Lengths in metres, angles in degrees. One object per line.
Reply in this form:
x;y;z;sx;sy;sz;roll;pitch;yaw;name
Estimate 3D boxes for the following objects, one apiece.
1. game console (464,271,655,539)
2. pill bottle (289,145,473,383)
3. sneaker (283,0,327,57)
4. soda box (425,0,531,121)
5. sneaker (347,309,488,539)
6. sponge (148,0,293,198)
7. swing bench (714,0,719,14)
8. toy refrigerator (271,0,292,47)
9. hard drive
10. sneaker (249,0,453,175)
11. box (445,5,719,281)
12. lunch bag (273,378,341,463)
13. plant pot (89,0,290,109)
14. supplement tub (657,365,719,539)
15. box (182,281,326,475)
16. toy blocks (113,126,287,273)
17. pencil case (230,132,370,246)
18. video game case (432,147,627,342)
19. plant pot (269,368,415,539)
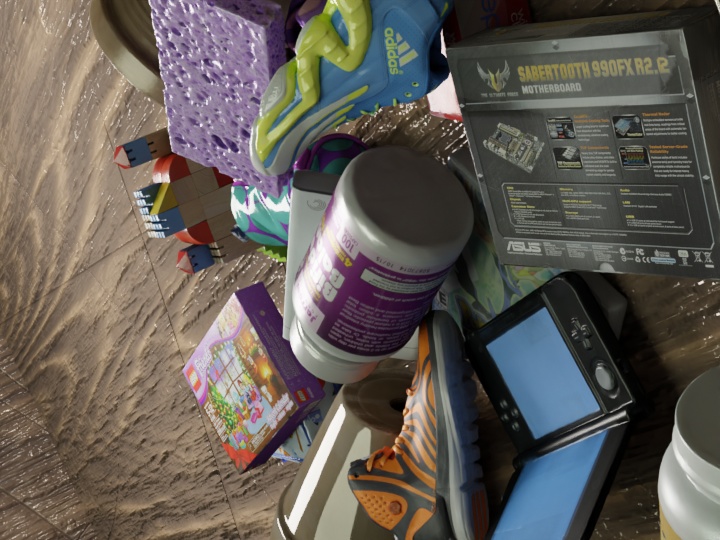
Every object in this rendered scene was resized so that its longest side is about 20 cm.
0.120;0.122;1.096;0.177;0.116;0.200;62;155;7;game console
0.008;0.003;1.183;0.113;0.111;0.201;54;142;23;pill bottle
-0.019;-0.194;1.126;0.200;0.087;0.081;-119;11;-79;sneaker
0.069;-0.208;1.016;0.070;0.063;0.202;21;131;57;soda box
0.040;0.137;1.222;0.111;0.077;0.203;-7;82;23;sneaker
-0.109;-0.149;1.158;0.111;0.030;0.201;25;148;17;sponge
0.244;-0.166;0.632;0.201;0.129;0.200;68;161;-6;swing bench
-0.103;-0.266;1.219;0.070;0.075;0.201;93;164;-45;toy refrigerator
0.000;0.000;1.286;0.201;0.130;0.027;97;-177;-48;hard drive
-0.002;-0.128;1.009;0.104;0.076;0.201;31;125;2;sneaker
0.155;-0.079;0.931;0.199;0.048;0.160;4;115;49;box
-0.084;0.140;1.629;0.199;0.075;0.162;1;115;63;lunch bag
-0.133;-0.223;1.303;0.093;0.200;0.202;-51;62;31;plant pot
0.254;0.169;0.883;0.144;0.144;0.202;33;140;50;supplement tub
-0.117;0.118;1.545;0.138;0.039;0.200;59;147;14;box
-0.172;-0.079;1.531;0.100;0.136;0.202;3;115;62;toy blocks
-0.055;-0.073;1.359;0.092;0.086;0.199;31;163;-20;pencil case
0.127;0.029;1.161;0.200;0.022;0.184;48;150;35;video game case
0.023;0.194;1.352;0.200;0.198;0.175;39;128;45;plant pot
